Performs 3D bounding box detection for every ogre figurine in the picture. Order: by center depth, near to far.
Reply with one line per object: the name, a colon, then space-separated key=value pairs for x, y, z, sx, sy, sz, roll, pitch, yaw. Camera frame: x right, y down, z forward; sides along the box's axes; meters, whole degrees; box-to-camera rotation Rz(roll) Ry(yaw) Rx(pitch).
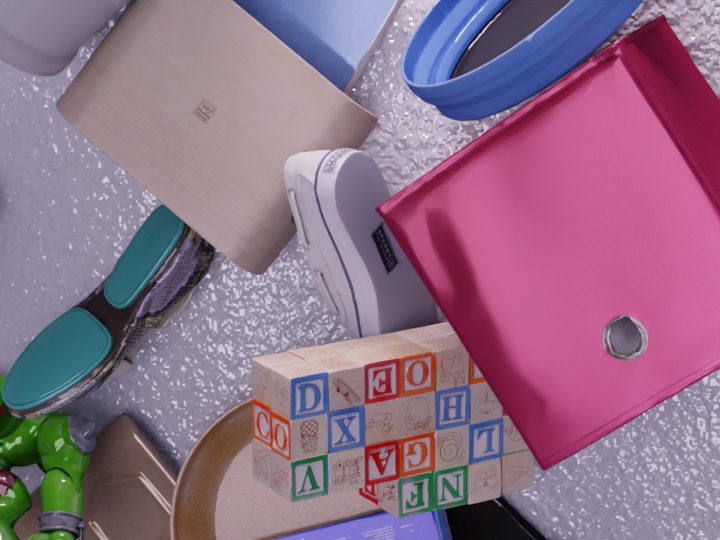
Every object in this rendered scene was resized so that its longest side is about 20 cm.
ogre figurine: x=-0.268 y=0.149 z=1.496 sx=0.098 sy=0.199 sz=0.121 roll=32 pitch=79 yaw=-30

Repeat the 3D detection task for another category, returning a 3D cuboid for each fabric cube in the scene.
fabric cube: x=0.161 y=-0.025 z=1.290 sx=0.195 sy=0.200 sz=0.200 roll=-33 pitch=91 yaw=21

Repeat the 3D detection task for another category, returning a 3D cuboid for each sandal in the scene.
sandal: x=0.133 y=0.234 z=1.435 sx=0.199 sy=0.045 sz=0.075 roll=37 pitch=109 yaw=6

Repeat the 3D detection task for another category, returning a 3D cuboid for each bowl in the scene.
bowl: x=0.114 y=-0.174 z=1.280 sx=0.200 sy=0.201 sz=0.039 roll=-34 pitch=113 yaw=20

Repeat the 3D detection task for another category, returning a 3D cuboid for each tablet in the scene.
tablet: x=-0.064 y=-0.157 z=1.430 sx=0.130 sy=0.014 sz=0.201 roll=34 pitch=110 yaw=7

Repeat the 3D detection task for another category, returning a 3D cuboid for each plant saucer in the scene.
plant saucer: x=-0.041 y=0.187 z=1.465 sx=0.198 sy=0.035 sz=0.203 roll=-1 pitch=87 yaw=11

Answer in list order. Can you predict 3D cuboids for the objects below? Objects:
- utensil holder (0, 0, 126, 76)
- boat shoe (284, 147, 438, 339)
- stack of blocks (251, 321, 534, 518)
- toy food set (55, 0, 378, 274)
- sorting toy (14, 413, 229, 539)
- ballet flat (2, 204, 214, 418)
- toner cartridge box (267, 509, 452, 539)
utensil holder: x=-0.201 y=-0.262 z=1.368 sx=0.200 sy=0.170 sz=0.170 roll=-39 pitch=89 yaw=19
boat shoe: x=0.000 y=0.000 z=1.405 sx=0.065 sy=0.073 sz=0.202 roll=8 pitch=125 yaw=40
stack of blocks: x=0.025 y=0.106 z=1.365 sx=0.058 sy=0.198 sz=0.116 roll=21 pitch=115 yaw=56
toy food set: x=-0.105 y=-0.115 z=1.421 sx=0.200 sy=0.060 sz=0.144 roll=39 pitch=98 yaw=3
sorting toy: x=-0.180 y=0.239 z=1.541 sx=0.185 sy=0.036 sz=0.201 roll=-41 pitch=83 yaw=20
ballet flat: x=-0.178 y=0.041 z=1.463 sx=0.072 sy=0.072 sz=0.201 roll=42 pitch=92 yaw=4
toner cartridge box: x=-0.027 y=0.233 z=1.420 sx=0.198 sy=0.043 sz=0.096 roll=-15 pitch=86 yaw=10
